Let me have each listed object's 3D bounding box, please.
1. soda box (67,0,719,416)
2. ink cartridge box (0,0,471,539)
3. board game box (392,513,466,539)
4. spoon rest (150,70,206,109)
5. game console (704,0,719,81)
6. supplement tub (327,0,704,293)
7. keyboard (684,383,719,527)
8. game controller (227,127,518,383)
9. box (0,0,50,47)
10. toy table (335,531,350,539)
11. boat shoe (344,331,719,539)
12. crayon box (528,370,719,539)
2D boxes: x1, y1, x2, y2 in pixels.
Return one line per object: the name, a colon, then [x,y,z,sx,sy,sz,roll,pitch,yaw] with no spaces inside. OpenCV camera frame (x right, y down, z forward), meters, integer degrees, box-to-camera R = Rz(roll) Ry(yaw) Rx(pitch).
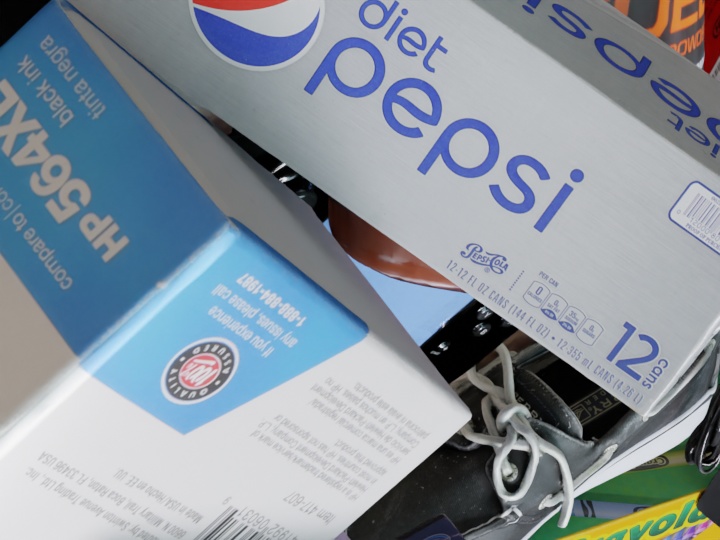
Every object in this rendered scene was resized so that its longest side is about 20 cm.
soda box: [0.012,-0.054,0.735,0.063,0.200,0.068,-55,179,23]
ink cartridge box: [-0.093,0.053,0.710,0.200,0.084,0.146,-41,151,5]
board game box: [-0.040,0.194,0.916,0.200,0.062,0.200,-28,145,-18]
spoon rest: [0.021,-0.103,0.898,0.200,0.061,0.099,-18,145,-8]
game console: [0.161,-0.104,0.981,0.119,0.172,0.200,10,129,-20]
supplement tub: [0.041,-0.101,0.806,0.107,0.107,0.200,-15,112,-35]
keyboard: [0.181,0.035,1.146,0.127,0.021,0.200,-16,147,-34]
game controller: [0.000,0.000,1.014,0.104,0.042,0.200,-49,148,16]
box: [-0.163,0.025,0.795,0.197,0.117,0.200,-26,146,-22]
toy table: [-0.079,0.124,1.020,0.184,0.117,0.200,-7,137,-41]
boat shoe: [0.060,0.066,1.132,0.199,0.074,0.068,-25,152,-22]
crayon box: [0.084,0.118,1.244,0.200,0.058,0.119,-15,142,-35]
